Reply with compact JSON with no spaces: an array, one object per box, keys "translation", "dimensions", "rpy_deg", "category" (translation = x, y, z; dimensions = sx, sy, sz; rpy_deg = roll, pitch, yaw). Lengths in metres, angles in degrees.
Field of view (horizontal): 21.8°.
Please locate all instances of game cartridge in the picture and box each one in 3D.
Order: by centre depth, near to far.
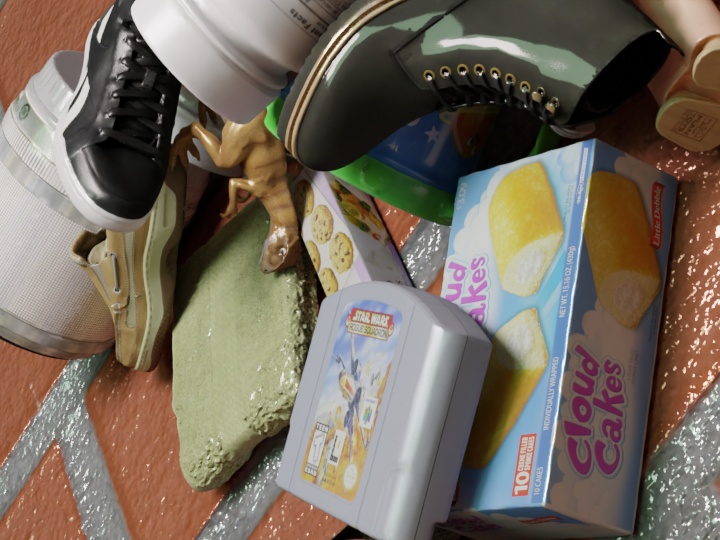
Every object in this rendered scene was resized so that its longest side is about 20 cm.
[{"translation":[0.009,0.073,1.036],"dimensions":[0.200,0.042,0.133],"rpy_deg":[-173,94,-70],"category":"game cartridge"}]

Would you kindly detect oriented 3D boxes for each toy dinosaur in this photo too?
[{"translation":[-0.076,-0.098,1.219],"dimensions":[0.106,0.060,0.200],"rpy_deg":[11,125,41],"category":"toy dinosaur"}]

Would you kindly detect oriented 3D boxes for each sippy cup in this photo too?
[{"translation":[0.030,-0.114,1.123],"dimensions":[0.130,0.178,0.140],"rpy_deg":[-62,14,9],"category":"sippy cup"}]

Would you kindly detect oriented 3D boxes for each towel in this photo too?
[{"translation":[-0.078,0.040,1.286],"dimensions":[0.148,0.036,0.200],"rpy_deg":[-42,39,35],"category":"towel"}]

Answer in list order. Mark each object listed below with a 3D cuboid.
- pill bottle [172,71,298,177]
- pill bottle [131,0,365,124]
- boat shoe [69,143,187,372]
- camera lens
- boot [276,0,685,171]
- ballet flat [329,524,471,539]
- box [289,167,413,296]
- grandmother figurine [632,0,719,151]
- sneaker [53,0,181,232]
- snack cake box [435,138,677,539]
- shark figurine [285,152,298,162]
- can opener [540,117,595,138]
[{"translation":[-0.076,-0.174,1.332],"dimensions":[0.200,0.114,0.114],"rpy_deg":[-58,34,15],"category":"pill bottle"},{"translation":[-0.026,-0.182,1.044],"dimensions":[0.200,0.113,0.113],"rpy_deg":[-42,39,14],"category":"pill bottle"},{"translation":[-0.169,-0.011,1.328],"dimensions":[0.072,0.076,0.200],"rpy_deg":[-98,15,-51],"category":"boat shoe"},{"translation":[-0.219,-0.045,1.423],"dimensions":[0.200,0.160,0.160],"rpy_deg":[-57,35,18],"category":"camera lens"},{"translation":[0.059,-0.098,0.988],"dimensions":[0.200,0.077,0.138],"rpy_deg":[-45,53,12],"category":"boot"},{"translation":[-0.004,0.172,1.095],"dimensions":[0.200,0.046,0.067],"rpy_deg":[-41,41,35],"category":"ballet flat"},{"translation":[0.000,0.000,1.193],"dimensions":[0.041,0.039,0.200],"rpy_deg":[-54,35,25],"category":"box"},{"translation":[0.163,-0.151,1.032],"dimensions":[0.121,0.061,0.200],"rpy_deg":[-49,35,31],"category":"grandmother figurine"},{"translation":[-0.144,-0.129,1.214],"dimensions":[0.112,0.073,0.200],"rpy_deg":[-52,30,41],"category":"sneaker"},{"translation":[0.097,0.041,1.005],"dimensions":[0.115,0.067,0.200],"rpy_deg":[-13,61,51],"category":"snack cake box"},{"translation":[0.016,-0.143,1.243],"dimensions":[0.090,0.128,0.215],"rpy_deg":[-63,-7,-50],"category":"shark figurine"},{"translation":[0.106,-0.164,1.069],"dimensions":[0.066,0.053,0.200],"rpy_deg":[-35,54,36],"category":"can opener"}]
